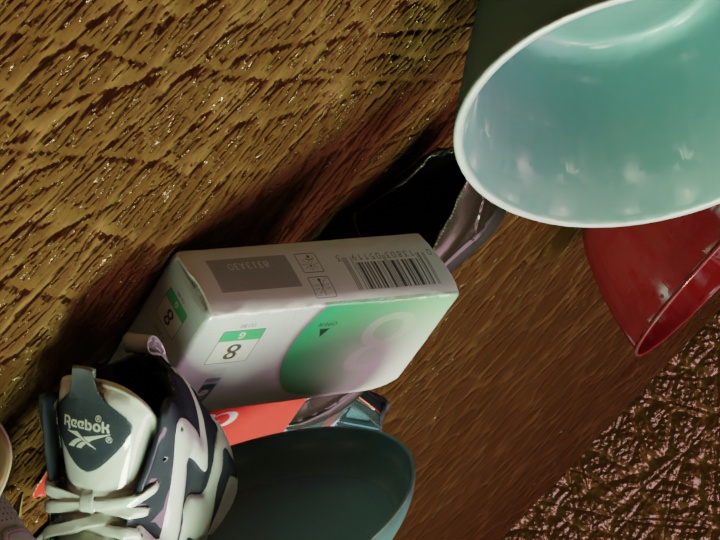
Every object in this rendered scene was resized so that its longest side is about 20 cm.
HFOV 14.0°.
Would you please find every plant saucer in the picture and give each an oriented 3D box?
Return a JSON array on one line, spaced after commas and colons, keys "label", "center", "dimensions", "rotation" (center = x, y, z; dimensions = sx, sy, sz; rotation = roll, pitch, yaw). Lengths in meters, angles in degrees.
[{"label": "plant saucer", "center": [-0.063, 0.139, 1.476], "dimensions": [0.200, 0.027, 0.200], "rotation": [-18, -161, 7]}]

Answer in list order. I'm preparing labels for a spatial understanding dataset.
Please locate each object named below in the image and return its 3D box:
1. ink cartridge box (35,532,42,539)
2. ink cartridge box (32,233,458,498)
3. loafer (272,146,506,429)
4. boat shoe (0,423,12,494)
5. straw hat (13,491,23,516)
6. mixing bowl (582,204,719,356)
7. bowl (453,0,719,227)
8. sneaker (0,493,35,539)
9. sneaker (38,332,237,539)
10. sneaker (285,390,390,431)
[{"label": "ink cartridge box", "center": [-0.116, 0.138, 1.735], "dimensions": [0.200, 0.043, 0.196], "rotation": [-43, 168, -14]}, {"label": "ink cartridge box", "center": [-0.062, 0.064, 1.521], "dimensions": [0.161, 0.050, 0.200], "rotation": [-5, 141, -38]}, {"label": "loafer", "center": [0.000, 0.000, 1.641], "dimensions": [0.200, 0.073, 0.071], "rotation": [-50, 157, -12]}, {"label": "boat shoe", "center": [-0.220, 0.125, 1.246], "dimensions": [0.200, 0.072, 0.065], "rotation": [-47, 178, 13]}, {"label": "straw hat", "center": [-0.218, 0.202, 1.417], "dimensions": [0.201, 0.085, 0.202], "rotation": [-172, -90, -85]}, {"label": "mixing bowl", "center": [0.244, -0.042, 2.258], "dimensions": [0.200, 0.108, 0.200], "rotation": [-44, 168, -12]}, {"label": "bowl", "center": [0.137, -0.119, 1.490], "dimensions": [0.200, 0.105, 0.201], "rotation": [-7, 147, -5]}, {"label": "sneaker", "center": [-0.218, 0.170, 1.316], "dimensions": [0.200, 0.088, 0.081], "rotation": [-52, 156, 16]}, {"label": "sneaker", "center": [-0.125, 0.112, 1.361], "dimensions": [0.199, 0.079, 0.130], "rotation": [-56, 143, -38]}, {"label": "sneaker", "center": [-0.027, 0.134, 1.740], "dimensions": [0.200, 0.095, 0.079], "rotation": [101, 5, -52]}]
